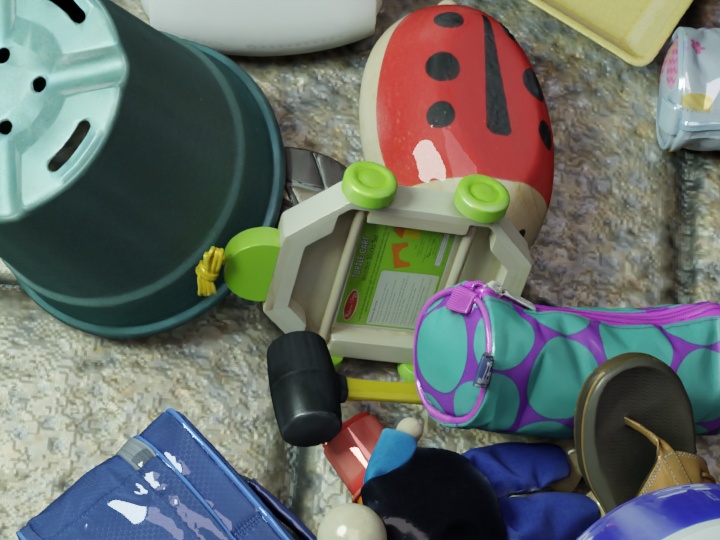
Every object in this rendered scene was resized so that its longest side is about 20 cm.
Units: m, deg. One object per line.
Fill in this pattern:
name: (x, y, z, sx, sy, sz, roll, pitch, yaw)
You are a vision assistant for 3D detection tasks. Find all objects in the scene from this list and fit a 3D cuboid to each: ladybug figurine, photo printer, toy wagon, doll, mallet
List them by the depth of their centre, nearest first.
doll: (0.062, 0.144, 1.095, 0.200, 0.048, 0.137, -4, 53, -36)
toy wagon: (0.000, 0.000, 1.135, 0.199, 0.155, 0.040, 7, 42, -12)
mallet: (0.040, 0.083, 1.144, 0.199, 0.041, 0.066, 10, 49, -15)
ladybug figurine: (0.068, -0.093, 1.205, 0.135, 0.072, 0.200, 6, 62, -27)
photo printer: (-0.064, -0.233, 1.211, 0.166, 0.200, 0.070, -1, 32, -4)

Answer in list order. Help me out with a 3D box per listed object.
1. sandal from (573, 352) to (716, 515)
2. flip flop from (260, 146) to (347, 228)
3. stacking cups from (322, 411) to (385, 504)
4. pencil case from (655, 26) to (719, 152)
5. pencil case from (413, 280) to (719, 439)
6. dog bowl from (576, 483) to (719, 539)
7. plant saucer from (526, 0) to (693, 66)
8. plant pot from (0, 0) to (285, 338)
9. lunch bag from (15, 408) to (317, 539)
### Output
sandal: (0.177, 0.143, 1.100, 0.082, 0.055, 0.201, -16, 107, -27)
flip flop: (-0.078, -0.036, 1.207, 0.199, 0.058, 0.081, 5, 73, 15)
stacking cups: (0.047, 0.177, 1.139, 0.060, 0.061, 0.200, -32, 70, -14)
pencil case: (0.294, -0.109, 1.234, 0.199, 0.083, 0.091, 7, 53, 0)
pencil case: (0.137, 0.055, 1.135, 0.200, 0.085, 0.093, 4, 112, -26)
dog bowl: (0.195, 0.225, 1.058, 0.200, 0.079, 0.201, -4, 106, -15)
plant saucer: (0.159, -0.253, 1.298, 0.200, 0.048, 0.200, 33, 72, 9)
plant pot: (-0.169, -0.077, 1.107, 0.200, 0.196, 0.201, -4, 76, 15)
lunch bag: (-0.085, 0.186, 1.079, 0.132, 0.136, 0.200, -41, 79, -15)
